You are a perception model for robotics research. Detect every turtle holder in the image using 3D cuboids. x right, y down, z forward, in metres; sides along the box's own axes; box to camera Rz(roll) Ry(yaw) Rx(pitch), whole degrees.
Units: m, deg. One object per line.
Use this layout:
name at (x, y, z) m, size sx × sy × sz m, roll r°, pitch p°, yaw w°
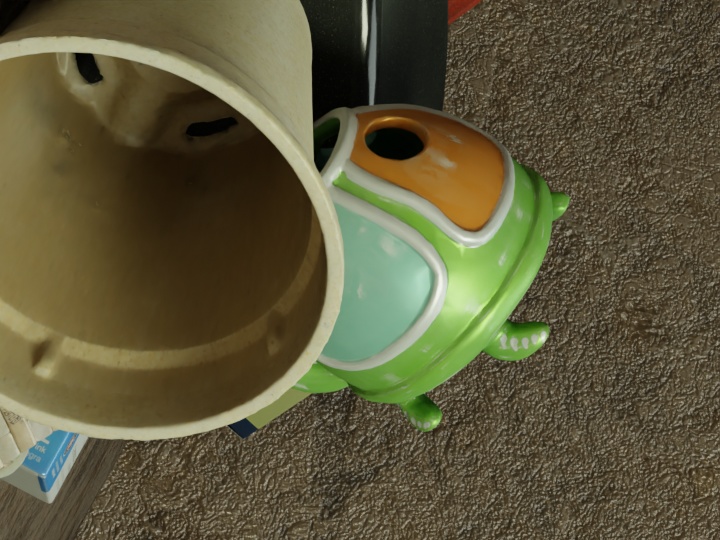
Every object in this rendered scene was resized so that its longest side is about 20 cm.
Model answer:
turtle holder at (0.006, -0.010, 0.865) m, size 0.185 × 0.131 × 0.141 m, roll -15°, pitch -135°, yaw 56°

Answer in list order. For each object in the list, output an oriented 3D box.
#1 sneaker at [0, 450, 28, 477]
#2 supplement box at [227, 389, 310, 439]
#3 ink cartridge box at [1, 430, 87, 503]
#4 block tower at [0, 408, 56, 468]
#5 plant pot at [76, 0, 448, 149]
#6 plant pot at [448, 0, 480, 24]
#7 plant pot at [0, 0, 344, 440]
sneaker at (-0.200, 0.019, 0.963) m, size 0.080 × 0.071 × 0.201 m, roll -101°, pitch -151°, yaw -57°
supplement box at (-0.079, -0.012, 1.336) m, size 0.200 × 0.200 × 0.134 m, roll -35°, pitch -163°, yaw 37°
ink cartridge box at (-0.200, 0.046, 1.160) m, size 0.201 × 0.084 × 0.145 m, roll -63°, pitch -179°, yaw -16°
block tower at (-0.156, 0.038, 0.893) m, size 0.199 × 0.058 × 0.054 m, roll -32°, pitch 133°, yaw -20°
plant pot at (-0.050, -0.138, 0.977) m, size 0.200 × 0.199 × 0.178 m, roll -62°, pitch 170°, yaw -51°
plant pot at (0.009, -0.251, 1.105) m, size 0.176 × 0.200 × 0.200 m, roll -49°, pitch -171°, yaw 44°
plant pot at (-0.098, -0.060, 0.757) m, size 0.184 × 0.200 × 0.201 m, roll -82°, pitch -164°, yaw -53°
